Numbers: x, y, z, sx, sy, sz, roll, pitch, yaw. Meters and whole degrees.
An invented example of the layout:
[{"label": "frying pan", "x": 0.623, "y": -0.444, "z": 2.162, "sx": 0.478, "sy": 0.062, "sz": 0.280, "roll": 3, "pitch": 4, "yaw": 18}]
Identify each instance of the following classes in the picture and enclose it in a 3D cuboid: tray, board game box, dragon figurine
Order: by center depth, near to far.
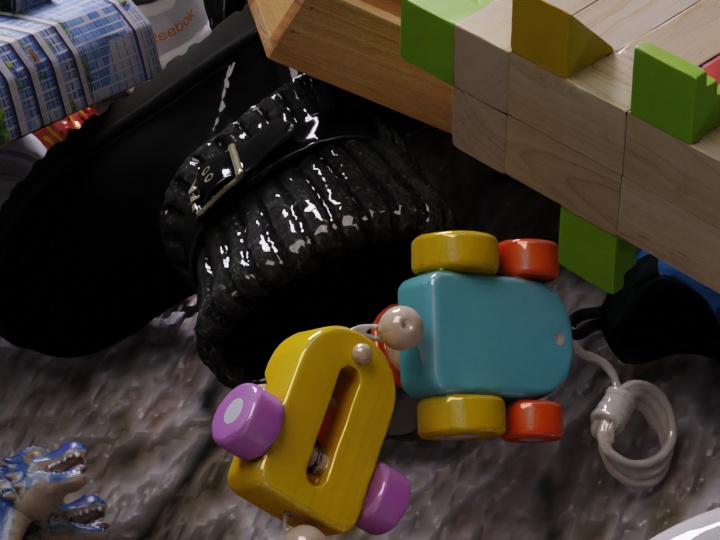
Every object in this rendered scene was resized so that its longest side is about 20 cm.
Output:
[{"label": "dragon figurine", "x": -0.163, "y": 0.144, "z": 0.842, "sx": 0.200, "sy": 0.059, "sz": 0.099, "roll": -36, "pitch": 38, "yaw": -1}, {"label": "tray", "x": 0.046, "y": -0.084, "z": 0.918, "sx": 0.037, "sy": 0.200, "sz": 0.099, "roll": -54, "pitch": 32, "yaw": 24}, {"label": "board game box", "x": -0.194, "y": -0.092, "z": 0.976, "sx": 0.199, "sy": 0.062, "sz": 0.200, "roll": -1, "pitch": 17, "yaw": 25}]

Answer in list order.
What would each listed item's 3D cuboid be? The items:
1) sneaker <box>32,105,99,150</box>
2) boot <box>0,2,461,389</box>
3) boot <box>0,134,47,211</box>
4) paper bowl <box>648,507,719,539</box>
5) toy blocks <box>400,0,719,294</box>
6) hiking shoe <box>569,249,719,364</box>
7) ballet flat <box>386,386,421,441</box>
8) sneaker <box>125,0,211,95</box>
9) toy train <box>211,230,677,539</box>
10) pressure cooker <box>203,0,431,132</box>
[{"label": "sneaker", "x": -0.183, "y": -0.083, "z": 1.131, "sx": 0.077, "sy": 0.073, "sz": 0.200, "roll": -51, "pitch": 38, "yaw": 0}, {"label": "boot", "x": -0.061, "y": 0.000, "z": 0.914, "sx": 0.211, "sy": 0.079, "sz": 0.158, "roll": -42, "pitch": 41, "yaw": 22}, {"label": "boot", "x": -0.205, "y": 0.002, "z": 0.964, "sx": 0.199, "sy": 0.074, "sz": 0.096, "roll": -13, "pitch": 49, "yaw": -26}, {"label": "paper bowl", "x": 0.127, "y": 0.143, "z": 0.671, "sx": 0.200, "sy": 0.105, "sz": 0.201, "roll": -14, "pitch": 38, "yaw": 11}, {"label": "toy blocks", "x": 0.132, "y": -0.061, "z": 0.804, "sx": 0.137, "sy": 0.100, "sz": 0.200, "roll": -32, "pitch": 48, "yaw": -33}, {"label": "hiking shoe", "x": 0.171, "y": 0.019, "z": 0.831, "sx": 0.200, "sy": 0.074, "sz": 0.087, "roll": 14, "pitch": 59, "yaw": 49}, {"label": "ballet flat", "x": 0.000, "y": 0.000, "z": 0.949, "sx": 0.067, "sy": 0.046, "sz": 0.200, "roll": -49, "pitch": 40, "yaw": 12}, {"label": "sneaker", "x": -0.131, "y": -0.155, "z": 1.166, "sx": 0.074, "sy": 0.080, "sz": 0.200, "roll": -37, "pitch": 39, "yaw": -16}, {"label": "toy train", "x": 0.016, "y": 0.077, "z": 0.799, "sx": 0.056, "sy": 0.150, "sz": 0.200, "roll": -13, "pitch": 24, "yaw": 51}, {"label": "pressure cooker", "x": 0.006, "y": -0.183, "z": 1.032, "sx": 0.178, "sy": 0.176, "sz": 0.200, "roll": 14, "pitch": 42, "yaw": -26}]
